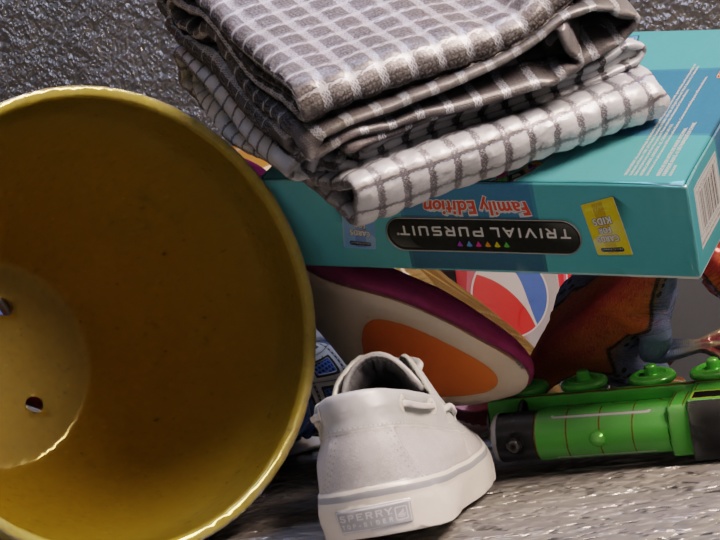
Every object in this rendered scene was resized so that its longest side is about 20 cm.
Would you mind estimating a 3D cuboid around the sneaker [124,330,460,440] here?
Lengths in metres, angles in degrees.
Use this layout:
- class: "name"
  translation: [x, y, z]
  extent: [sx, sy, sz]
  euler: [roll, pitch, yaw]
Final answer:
- class: "sneaker"
  translation: [-0.038, 0.063, 1.050]
  extent: [0.199, 0.077, 0.076]
  euler: [16, -40, -24]

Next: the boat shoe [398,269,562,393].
- class: "boat shoe"
  translation: [0.032, 0.037, 1.145]
  extent: [0.071, 0.069, 0.200]
  euler: [23, 14, -49]

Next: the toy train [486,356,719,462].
- class: "toy train"
  translation: [0.149, 0.065, 0.923]
  extent: [0.199, 0.042, 0.056]
  euler: [-7, 13, 20]

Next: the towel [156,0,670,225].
- class: "towel"
  translation: [0.015, -0.107, 0.906]
  extent: [0.165, 0.086, 0.200]
  euler: [-20, 29, -17]

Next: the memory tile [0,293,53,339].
- class: "memory tile"
  translation: [-0.182, -0.017, 1.056]
  extent: [0.017, 0.200, 0.153]
  euler: [-38, 19, 9]

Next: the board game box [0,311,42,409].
- class: "board game box"
  translation: [-0.131, 0.058, 1.112]
  extent: [0.199, 0.020, 0.103]
  euler: [18, 19, 15]

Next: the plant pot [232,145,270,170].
- class: "plant pot"
  translation: [-0.058, -0.003, 1.302]
  extent: [0.182, 0.201, 0.200]
  euler: [-10, 2, -6]

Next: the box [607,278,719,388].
- class: "box"
  translation: [0.241, 0.024, 1.133]
  extent: [0.199, 0.079, 0.141]
  euler: [-7, 5, 16]

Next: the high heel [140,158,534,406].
- class: "high heel"
  translation: [0.000, 0.000, 0.986]
  extent: [0.199, 0.068, 0.096]
  euler: [14, 44, 21]

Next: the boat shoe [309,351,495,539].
- class: "boat shoe"
  translation: [0.012, 0.068, 0.878]
  extent: [0.072, 0.069, 0.200]
  euler: [-9, 0, 13]

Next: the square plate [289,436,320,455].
- class: "square plate"
  translation: [-0.108, 0.095, 1.190]
  extent: [0.200, 0.029, 0.198]
  euler: [-10, 3, -45]

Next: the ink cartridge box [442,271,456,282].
- class: "ink cartridge box"
  translation: [0.050, -0.013, 1.308]
  extent: [0.037, 0.095, 0.200]
  euler: [-10, -32, -4]

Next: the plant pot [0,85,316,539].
- class: "plant pot"
  translation: [-0.140, 0.034, 0.914]
  extent: [0.199, 0.201, 0.142]
  euler: [-9, -6, -32]

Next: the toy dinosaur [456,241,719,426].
- class: "toy dinosaur"
  translation: [0.130, 0.030, 0.966]
  extent: [0.200, 0.105, 0.182]
  euler: [-36, -13, 0]

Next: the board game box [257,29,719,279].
- class: "board game box"
  translation: [0.077, -0.056, 0.935]
  extent: [0.199, 0.047, 0.151]
  euler: [2, 32, 27]

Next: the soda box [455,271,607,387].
- class: "soda box"
  translation: [0.095, -0.023, 1.208]
  extent: [0.070, 0.201, 0.063]
  euler: [-7, 4, 30]
